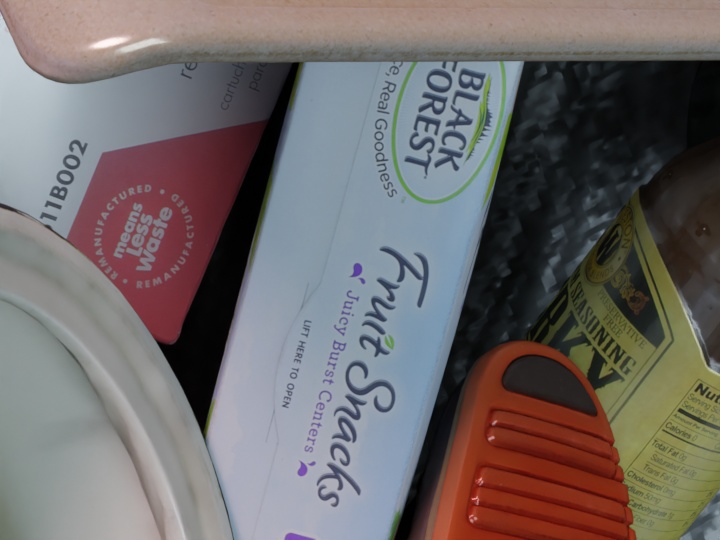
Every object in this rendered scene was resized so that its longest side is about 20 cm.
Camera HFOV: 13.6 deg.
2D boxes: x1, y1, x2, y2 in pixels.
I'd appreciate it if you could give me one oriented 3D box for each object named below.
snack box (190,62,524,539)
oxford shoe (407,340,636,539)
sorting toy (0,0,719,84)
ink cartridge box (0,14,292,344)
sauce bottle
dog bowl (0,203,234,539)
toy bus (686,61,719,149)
[{"bbox_3d":[0.000,0.000,0.738,0.053,0.142,0.201,15,109,0],"label":"snack box"},{"bbox_3d":[0.016,0.115,0.711,0.071,0.072,0.201,20,73,-38],"label":"oxford shoe"},{"bbox_3d":[-0.002,-0.118,0.626,0.199,0.186,0.037,-6,144,-31],"label":"sorting toy"},{"bbox_3d":[-0.118,-0.071,0.727,0.199,0.067,0.117,20,96,-26],"label":"ink cartridge box"},{"bbox_3d":[0.082,0.014,0.752,0.064,0.065,0.200,22,117,-27],"label":"sauce bottle"},{"bbox_3d":[-0.102,0.088,0.614,0.200,0.073,0.201,26,60,-58],"label":"dog bowl"},{"bbox_3d":[0.169,-0.107,0.810,0.192,0.135,0.201,-51,125,-39],"label":"toy bus"}]
